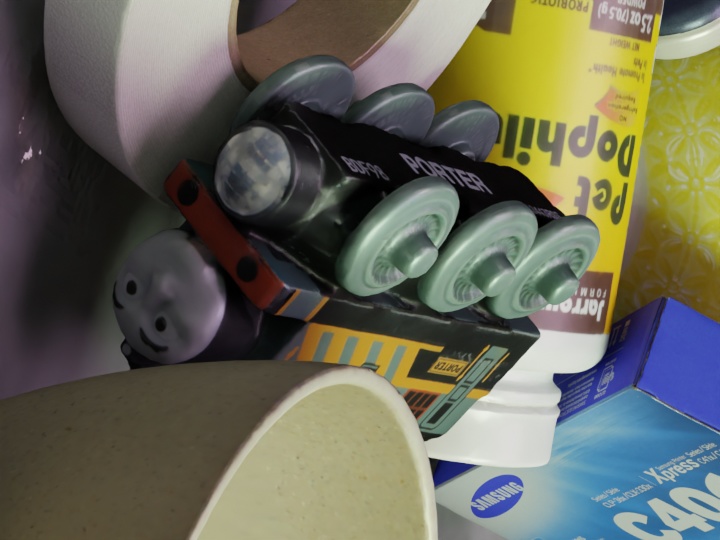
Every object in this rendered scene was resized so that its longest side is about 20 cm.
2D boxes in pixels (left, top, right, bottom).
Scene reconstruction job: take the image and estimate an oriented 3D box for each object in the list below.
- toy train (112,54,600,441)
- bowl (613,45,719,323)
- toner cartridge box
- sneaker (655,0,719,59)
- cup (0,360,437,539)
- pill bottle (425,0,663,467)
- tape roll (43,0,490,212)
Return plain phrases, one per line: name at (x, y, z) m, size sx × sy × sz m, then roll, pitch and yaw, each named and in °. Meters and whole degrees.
toy train at (0.000, 0.000, 0.933) m, size 0.114 × 0.085 × 0.200 m, roll -49°, pitch 154°, yaw 16°
bowl at (0.116, -0.036, 1.183) m, size 0.107 × 0.200 × 0.202 m, roll -3°, pitch 105°, yaw -36°
toner cartridge box at (0.111, 0.074, 1.156) m, size 0.200 × 0.095 × 0.043 m, roll -37°, pitch -153°, yaw 63°
sneaker at (0.110, -0.176, 1.153) m, size 0.085 × 0.074 × 0.201 m, roll 65°, pitch 10°, yaw -48°
cup at (-0.082, 0.114, 0.805) m, size 0.200 × 0.142 × 0.202 m, roll 10°, pitch 90°, yaw -67°
pill bottle at (0.050, -0.030, 1.086) m, size 0.109 × 0.109 × 0.202 m, roll 0°, pitch 99°, yaw -66°
tape roll at (-0.016, -0.109, 0.900) m, size 0.202 × 0.037 × 0.204 m, roll -38°, pitch 149°, yaw -28°
